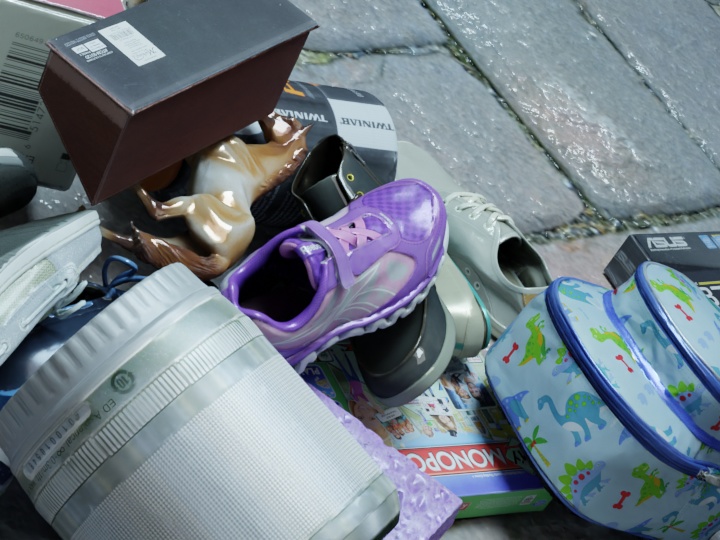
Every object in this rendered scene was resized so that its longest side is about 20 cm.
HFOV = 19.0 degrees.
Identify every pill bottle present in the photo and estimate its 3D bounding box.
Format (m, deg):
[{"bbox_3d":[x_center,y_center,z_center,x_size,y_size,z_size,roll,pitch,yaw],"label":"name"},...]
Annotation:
[{"bbox_3d":[-0.079,-0.085,1.515,0.199,0.106,0.107,4,45,-38],"label":"pill bottle"}]

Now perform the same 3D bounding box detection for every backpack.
[{"bbox_3d":[0.192,0.084,1.482,0.199,0.147,0.184,14,37,-50],"label":"backpack"}]

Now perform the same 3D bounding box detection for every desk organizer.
[{"bbox_3d":[-0.118,-0.119,1.341,0.072,0.077,0.200,38,37,15],"label":"desk organizer"}]

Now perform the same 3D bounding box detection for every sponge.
[{"bbox_3d":[-0.045,0.120,1.332,0.199,0.030,0.112,36,44,12],"label":"sponge"}]

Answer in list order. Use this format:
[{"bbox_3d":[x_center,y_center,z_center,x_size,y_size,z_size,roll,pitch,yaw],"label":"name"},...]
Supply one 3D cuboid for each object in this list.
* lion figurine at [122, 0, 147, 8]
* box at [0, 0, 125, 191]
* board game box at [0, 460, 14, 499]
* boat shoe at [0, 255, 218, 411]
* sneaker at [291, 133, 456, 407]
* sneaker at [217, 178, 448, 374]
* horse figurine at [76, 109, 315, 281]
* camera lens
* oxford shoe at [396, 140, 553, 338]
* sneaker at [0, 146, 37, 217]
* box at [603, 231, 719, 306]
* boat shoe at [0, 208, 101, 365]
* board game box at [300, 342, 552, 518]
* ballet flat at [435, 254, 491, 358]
[{"bbox_3d":[-0.140,-0.202,1.563,0.072,0.200,0.124,9,69,-3],"label":"lion figurine"},{"bbox_3d":[-0.237,-0.166,1.422,0.108,0.129,0.200,13,28,-27],"label":"box"},{"bbox_3d":[-0.288,0.128,1.140,0.135,0.035,0.200,37,34,1],"label":"board game box"},{"bbox_3d":[-0.162,0.031,1.326,0.069,0.084,0.199,49,34,17],"label":"boat shoe"},{"bbox_3d":[0.000,0.000,1.432,0.106,0.074,0.201,47,19,-32],"label":"sneaker"},{"bbox_3d":[-0.020,0.000,1.341,0.200,0.089,0.080,-36,65,-25],"label":"sneaker"},{"bbox_3d":[-0.106,-0.052,1.376,0.132,0.050,0.201,27,38,-15],"label":"horse figurine"},{"bbox_3d":[-0.088,0.118,1.199,0.200,0.160,0.160,48,35,4],"label":"camera lens"},{"bbox_3d":[0.087,-0.032,1.641,0.075,0.058,0.201,-6,51,-42],"label":"oxford shoe"},{"bbox_3d":[-0.263,-0.001,1.296,0.199,0.075,0.116,-18,66,-40],"label":"sneaker"},{"bbox_3d":[0.315,0.040,1.762,0.199,0.049,0.162,-1,46,-42],"label":"box"},{"bbox_3d":[-0.211,0.026,1.237,0.202,0.074,0.065,-49,123,-53],"label":"boat shoe"},{"bbox_3d":[0.028,0.107,1.449,0.199,0.029,0.135,0,47,-41],"label":"board game box"},{"bbox_3d":[0.035,-0.003,1.545,0.069,0.070,0.200,17,23,-25],"label":"ballet flat"}]
